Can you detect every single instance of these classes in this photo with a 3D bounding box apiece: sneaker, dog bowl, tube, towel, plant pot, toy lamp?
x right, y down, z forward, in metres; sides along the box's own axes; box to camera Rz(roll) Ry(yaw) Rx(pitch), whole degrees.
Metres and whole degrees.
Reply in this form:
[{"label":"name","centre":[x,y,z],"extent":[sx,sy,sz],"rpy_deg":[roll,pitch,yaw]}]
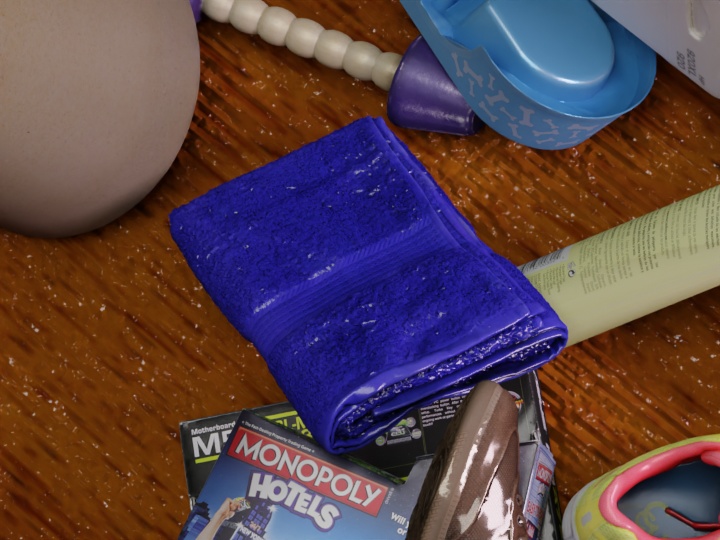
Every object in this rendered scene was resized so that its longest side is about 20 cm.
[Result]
[{"label":"sneaker","centre":[0.057,0.157,1.411],"extent":[0.075,0.070,0.200],"rpy_deg":[18,83,-5]},{"label":"dog bowl","centre":[0.079,-0.151,1.571],"extent":[0.111,0.050,0.200],"rpy_deg":[-19,67,-36]},{"label":"tube","centre":[0.164,-0.007,1.502],"extent":[0.200,0.052,0.058],"rpy_deg":[-24,76,29]},{"label":"sneaker","centre":[0.206,0.117,1.473],"extent":[0.200,0.090,0.078],"rpy_deg":[-15,72,-4]},{"label":"towel","centre":[0.000,0.000,1.516],"extent":[0.147,0.050,0.200],"rpy_deg":[-23,45,-18]},{"label":"plant pot","centre":[-0.216,-0.121,1.544],"extent":[0.187,0.200,0.188],"rpy_deg":[-3,83,26]},{"label":"toy lamp","centre":[-0.019,-0.128,1.604],"extent":[0.200,0.058,0.058],"rpy_deg":[23,82,15]}]

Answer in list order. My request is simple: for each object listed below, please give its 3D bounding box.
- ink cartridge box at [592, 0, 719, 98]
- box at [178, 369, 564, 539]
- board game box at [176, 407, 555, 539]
[{"label":"ink cartridge box","centre":[0.230,-0.208,1.497],"extent":[0.200,0.147,0.145],"rpy_deg":[-42,63,-16]},{"label":"box","centre":[0.012,0.158,1.532],"extent":[0.200,0.048,0.193],"rpy_deg":[-12,72,9]},{"label":"board game box","centre":[0.009,0.161,1.476],"extent":[0.200,0.062,0.200],"rpy_deg":[25,82,16]}]
